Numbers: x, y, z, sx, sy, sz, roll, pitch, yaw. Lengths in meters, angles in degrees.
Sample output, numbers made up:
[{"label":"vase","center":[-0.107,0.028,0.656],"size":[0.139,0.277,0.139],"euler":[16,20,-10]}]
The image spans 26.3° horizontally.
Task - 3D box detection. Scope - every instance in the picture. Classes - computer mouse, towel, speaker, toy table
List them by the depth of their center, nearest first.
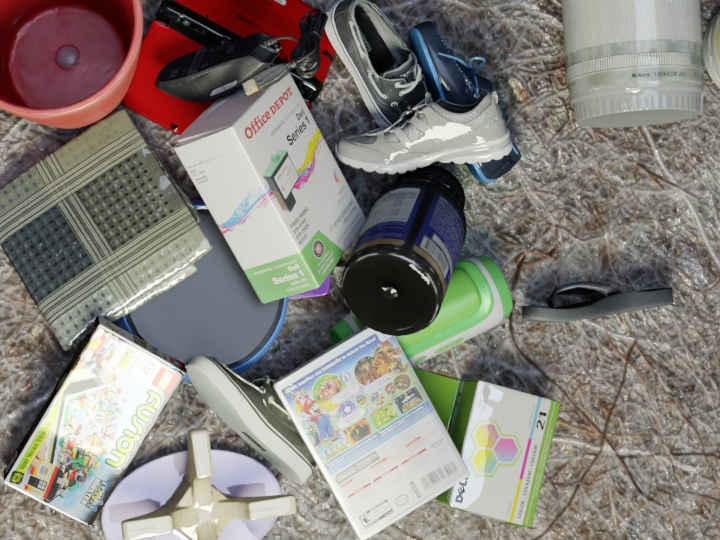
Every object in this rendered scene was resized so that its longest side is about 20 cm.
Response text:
[{"label":"computer mouse","center":[-0.122,-0.203,1.613],"size":[0.198,0.141,0.046],"euler":[-18,119,10]},{"label":"toy table","center":[-0.173,0.261,1.650],"size":[0.198,0.117,0.185],"euler":[-19,92,-15]},{"label":"towel","center":[-0.281,-0.046,1.657],"size":[0.199,0.035,0.193],"euler":[-33,82,-2]},{"label":"speaker","center":[0.069,0.056,1.738],"size":[0.199,0.088,0.089],"euler":[-25,93,-13]}]

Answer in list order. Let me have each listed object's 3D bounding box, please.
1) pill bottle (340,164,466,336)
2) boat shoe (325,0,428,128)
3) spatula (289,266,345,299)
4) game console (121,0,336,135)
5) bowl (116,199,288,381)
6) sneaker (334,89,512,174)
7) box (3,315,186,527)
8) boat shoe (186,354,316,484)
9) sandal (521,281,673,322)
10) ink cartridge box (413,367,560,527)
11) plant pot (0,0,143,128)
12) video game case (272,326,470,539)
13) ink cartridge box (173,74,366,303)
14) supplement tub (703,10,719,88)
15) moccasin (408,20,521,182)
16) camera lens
[{"label":"pill bottle","center":[0.055,-0.029,1.683],"size":[0.112,0.112,0.201],"euler":[37,37,-10]},{"label":"boat shoe","center":[0.038,-0.223,1.739],"size":[0.072,0.068,0.201],"euler":[-42,111,-24]},{"label":"spatula","center":[0.000,0.000,1.757],"size":[0.198,0.021,0.057],"euler":[-3,89,-15]},{"label":"game console","center":[-0.145,-0.236,1.735],"size":[0.199,0.119,0.173],"euler":[27,50,-12]},{"label":"bowl","center":[-0.174,0.023,1.698],"size":[0.199,0.039,0.203],"euler":[0,88,-12]},{"label":"sneaker","center":[0.067,-0.160,1.722],"size":[0.198,0.075,0.083],"euler":[-8,108,4]},{"label":"box","center":[-0.282,0.161,1.636],"size":[0.110,0.035,0.201],"euler":[30,97,-17]},{"label":"boat shoe","center":[-0.112,0.150,1.686],"size":[0.200,0.070,0.064],"euler":[49,67,-29]},{"label":"sandal","center":[0.272,0.032,1.802],"size":[0.198,0.076,0.043],"euler":[-8,91,-25]},{"label":"ink cartridge box","center":[0.108,0.195,1.746],"size":[0.198,0.076,0.149],"euler":[16,83,-13]},{"label":"plant pot","center":[-0.315,-0.237,1.596],"size":[0.198,0.177,0.203],"euler":[0,83,-1]},{"label":"video game case","center":[0.013,0.173,1.677],"size":[0.142,0.018,0.201],"euler":[-30,99,-7]},{"label":"ink cartridge box","center":[-0.093,-0.092,1.649],"size":[0.201,0.083,0.145],"euler":[62,35,-20]},{"label":"supplement tub","center":[0.501,-0.276,1.808],"size":[0.144,0.200,0.147],"euler":[1,87,-14]},{"label":"moccasin","center":[0.121,-0.201,1.777],"size":[0.068,0.080,0.201],"euler":[-29,108,-4]},{"label":"camera lens","center":[0.314,-0.275,1.781],"size":[0.158,0.160,0.202],"euler":[-2,88,-14]}]
